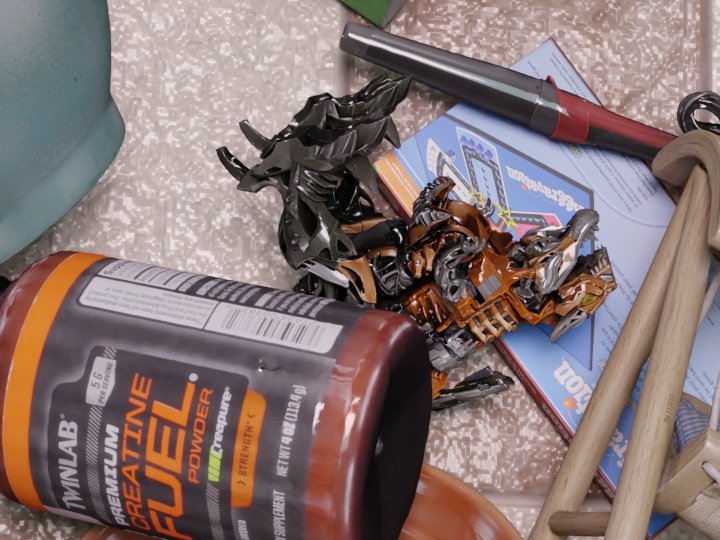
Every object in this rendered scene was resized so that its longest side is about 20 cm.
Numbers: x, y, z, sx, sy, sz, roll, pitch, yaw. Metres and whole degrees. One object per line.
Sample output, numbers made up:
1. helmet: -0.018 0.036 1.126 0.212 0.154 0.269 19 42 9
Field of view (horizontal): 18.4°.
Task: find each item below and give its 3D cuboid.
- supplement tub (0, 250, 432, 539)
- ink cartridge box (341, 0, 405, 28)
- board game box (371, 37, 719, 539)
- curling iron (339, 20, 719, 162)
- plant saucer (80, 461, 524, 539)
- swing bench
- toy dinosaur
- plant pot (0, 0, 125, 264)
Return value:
1. supplement tub: -0.078 0.052 0.876 0.199 0.107 0.108 10 76 17
2. ink cartridge box: -0.028 -0.227 0.965 0.199 0.088 0.146 34 77 3
3. board game box: 0.102 0.007 0.967 0.103 0.019 0.200 -35 85 -14
4. curling iron: 0.088 -0.078 0.957 0.199 0.026 0.050 14 114 -1
5. plant saucer: -0.025 0.146 0.865 0.199 0.032 0.201 -2 39 2
6. swing bench: 0.197 0.066 0.893 0.198 0.130 0.201 22 80 -9
7. toy dinosaur: 0.000 0.000 0.917 0.199 0.102 0.137 -17 106 -10
8. plant pot: -0.177 -0.074 0.876 0.200 0.200 0.135 -40 113 -13
